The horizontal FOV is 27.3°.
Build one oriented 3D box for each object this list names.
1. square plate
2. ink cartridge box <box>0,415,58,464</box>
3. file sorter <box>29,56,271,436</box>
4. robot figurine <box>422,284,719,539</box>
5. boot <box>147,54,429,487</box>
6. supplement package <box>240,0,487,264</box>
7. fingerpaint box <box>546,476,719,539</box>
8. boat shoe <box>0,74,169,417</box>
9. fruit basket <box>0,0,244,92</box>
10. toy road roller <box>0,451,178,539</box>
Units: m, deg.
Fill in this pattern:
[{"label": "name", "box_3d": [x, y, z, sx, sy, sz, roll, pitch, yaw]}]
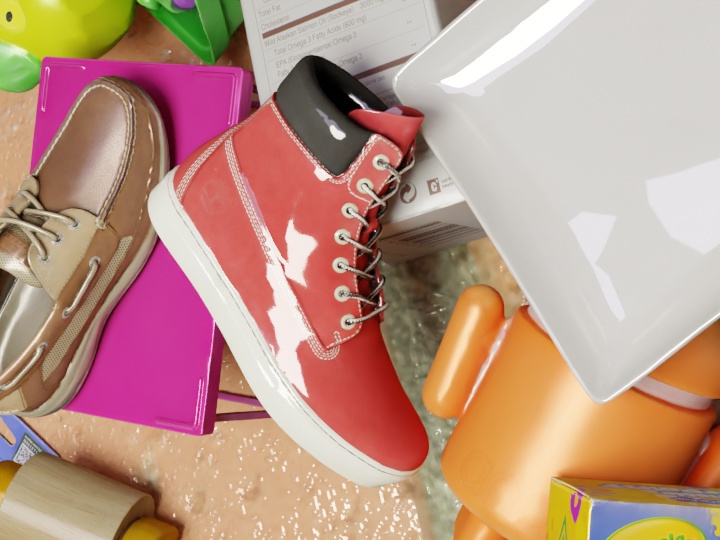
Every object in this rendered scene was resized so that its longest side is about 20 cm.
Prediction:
[{"label": "square plate", "box_3d": [0.136, -0.074, 0.678, 0.200, 0.028, 0.198, -39, 68, 22]}, {"label": "ink cartridge box", "box_3d": [-0.300, 0.175, 1.029, 0.119, 0.042, 0.200, 38, 103, 25]}, {"label": "file sorter", "box_3d": [-0.107, -0.015, 0.883, 0.139, 0.125, 0.200, 7, 91, 28]}, {"label": "robot figurine", "box_3d": [0.118, 0.074, 0.760, 0.144, 0.117, 0.200, 36, 105, 38]}, {"label": "boot", "box_3d": [0.000, 0.000, 0.734, 0.144, 0.072, 0.200, -36, 88, 28]}, {"label": "supplement package", "box_3d": [0.018, -0.115, 0.825, 0.117, 0.117, 0.200, -17, 79, 28]}, {"label": "fingerpaint box", "box_3d": [0.184, 0.187, 0.684, 0.200, 0.073, 0.167, 4, 89, -8]}, {"label": "boat shoe", "box_3d": [-0.164, -0.010, 0.801, 0.076, 0.072, 0.200, 24, 99, 26]}, {"label": "fruit basket", "box_3d": [-0.165, -0.205, 0.903, 0.215, 0.156, 0.216, -2, 62, 3]}, {"label": "toy road roller", "box_3d": [-0.209, 0.221, 0.903, 0.123, 0.146, 0.200, 19, 95, 14]}]
